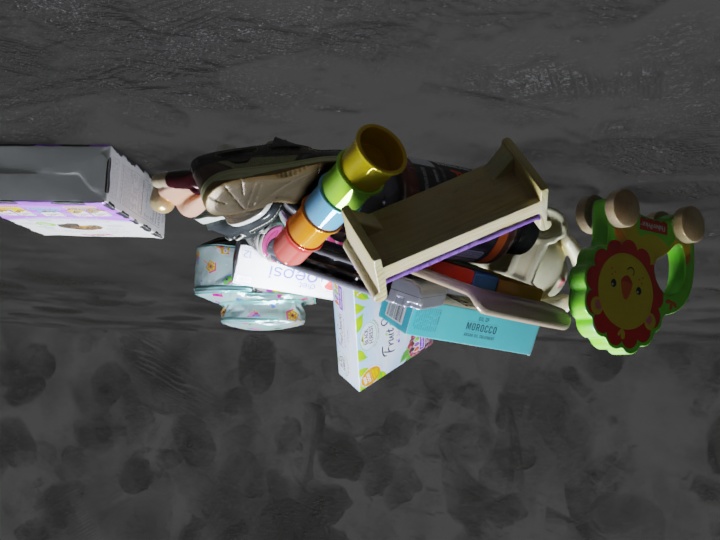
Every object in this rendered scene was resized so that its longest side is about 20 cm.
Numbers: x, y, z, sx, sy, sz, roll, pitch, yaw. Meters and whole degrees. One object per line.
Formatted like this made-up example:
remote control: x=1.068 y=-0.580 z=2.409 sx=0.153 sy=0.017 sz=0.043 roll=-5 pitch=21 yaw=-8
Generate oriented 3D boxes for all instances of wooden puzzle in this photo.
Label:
wooden puzzle: x=0.127 y=0.009 z=1.309 sx=0.185 sy=0.037 sz=0.200 roll=13 pitch=-169 yaw=-45

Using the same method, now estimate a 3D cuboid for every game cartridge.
game cartridge: x=0.000 y=0.000 z=1.350 sx=0.200 sy=0.042 sz=0.133 roll=19 pitch=-169 yaw=18

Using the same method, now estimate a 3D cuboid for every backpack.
backpack: x=-0.165 y=0.018 z=1.765 sx=0.199 sy=0.154 sz=0.176 roll=10 pitch=177 yaw=-2

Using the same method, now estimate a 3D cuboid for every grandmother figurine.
grandmother figurine: x=-0.172 y=-0.100 z=1.269 sx=0.121 sy=0.061 sz=0.200 roll=-17 pitch=-177 yaw=-25

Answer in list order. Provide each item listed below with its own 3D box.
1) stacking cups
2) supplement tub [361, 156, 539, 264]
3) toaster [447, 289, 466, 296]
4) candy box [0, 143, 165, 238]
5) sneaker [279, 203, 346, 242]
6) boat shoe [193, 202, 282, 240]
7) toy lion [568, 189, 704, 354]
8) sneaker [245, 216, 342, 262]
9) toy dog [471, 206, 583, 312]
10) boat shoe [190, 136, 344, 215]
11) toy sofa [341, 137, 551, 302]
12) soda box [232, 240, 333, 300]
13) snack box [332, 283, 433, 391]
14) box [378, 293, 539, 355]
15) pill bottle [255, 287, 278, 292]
stacking cups: x=-0.031 y=-0.074 z=1.159 sx=0.060 sy=0.061 sz=0.200 roll=8 pitch=148 yaw=-32
supplement tub: x=0.104 y=-0.065 z=1.253 sx=0.200 sy=0.107 sz=0.107 roll=7 pitch=171 yaw=-30
toaster: x=0.134 y=0.007 z=1.674 sx=0.200 sy=0.119 sz=0.181 roll=7 pitch=170 yaw=-25
candy box: x=-0.343 y=-0.092 z=1.340 sx=0.167 sy=0.072 sz=0.200 roll=1 pitch=171 yaw=9
sneaker: x=-0.002 y=-0.071 z=1.337 sx=0.199 sy=0.078 sz=0.140 roll=3 pitch=172 yaw=-2
boat shoe: x=-0.135 y=-0.073 z=1.358 sx=0.060 sy=0.076 sz=0.200 roll=34 pitch=169 yaw=-26
toy lion: x=0.332 y=0.007 z=1.358 sx=0.200 sy=0.192 sz=0.069 roll=8 pitch=170 yaw=-35
sneaker: x=-0.078 y=-0.058 z=1.485 sx=0.200 sy=0.074 sz=0.087 roll=-10 pitch=-149 yaw=-45
toy dog: x=0.211 y=-0.008 z=1.505 sx=0.194 sy=0.140 sz=0.200 roll=13 pitch=177 yaw=26
boat shoe: x=-0.083 y=-0.109 z=1.169 sx=0.200 sy=0.065 sz=0.073 roll=-10 pitch=150 yaw=-39
toy sofa: x=0.086 y=-0.042 z=1.121 sx=0.200 sy=0.083 sz=0.098 roll=-23 pitch=142 yaw=-11
soda box: x=-0.075 y=-0.007 z=1.543 sx=0.199 sy=0.064 sz=0.068 roll=10 pitch=-153 yaw=-11
snack box: x=0.033 y=0.051 z=1.520 sx=0.142 sy=0.200 sz=0.053 roll=-30 pitch=-132 yaw=-26
box: x=0.130 y=0.064 z=1.467 sx=0.200 sy=0.049 sz=0.082 roll=11 pitch=-170 yaw=-28
pill bottle: x=-0.053 y=-0.015 z=1.637 sx=0.199 sy=0.105 sz=0.104 roll=5 pitch=171 yaw=-8
